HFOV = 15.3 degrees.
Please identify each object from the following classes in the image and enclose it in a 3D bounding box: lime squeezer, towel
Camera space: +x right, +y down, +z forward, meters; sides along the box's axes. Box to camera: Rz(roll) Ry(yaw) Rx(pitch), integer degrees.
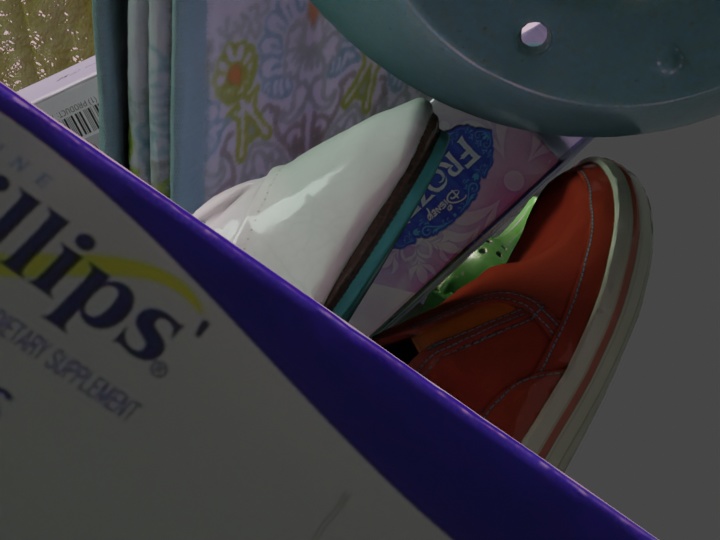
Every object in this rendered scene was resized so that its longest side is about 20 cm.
[{"bbox_3d":[0.027,0.029,0.995,0.201,0.038,0.071,-60,4,-31],"label":"lime squeezer"},{"bbox_3d":[-0.022,-0.101,0.952,0.171,0.048,0.201,-26,-51,-43],"label":"towel"}]

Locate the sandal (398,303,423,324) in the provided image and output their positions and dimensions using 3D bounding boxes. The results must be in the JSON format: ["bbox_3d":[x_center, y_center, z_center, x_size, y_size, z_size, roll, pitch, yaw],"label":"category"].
[{"bbox_3d":[-0.029,0.089,1.159,0.079,0.058,0.201,12,44,46],"label":"sandal"}]

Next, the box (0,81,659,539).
[{"bbox_3d":[-0.051,0.056,0.474,0.105,0.183,0.200,-56,2,-12],"label":"box"}]

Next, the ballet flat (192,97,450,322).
[{"bbox_3d":[-0.047,0.033,0.697,0.201,0.069,0.069,-62,0,22],"label":"ballet flat"}]

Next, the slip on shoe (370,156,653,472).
[{"bbox_3d":[0.027,0.031,0.705,0.200,0.061,0.074,-58,0,-43],"label":"slip on shoe"}]

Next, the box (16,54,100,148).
[{"bbox_3d":[-0.098,0.024,1.055,0.155,0.201,0.041,-22,16,21],"label":"box"}]

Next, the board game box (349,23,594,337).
[{"bbox_3d":[0.000,0.000,0.873,0.199,0.041,0.200,-43,-2,19],"label":"board game box"}]

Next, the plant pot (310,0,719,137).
[{"bbox_3d":[0.056,-0.123,0.657,0.201,0.200,0.161,-56,14,19],"label":"plant pot"}]

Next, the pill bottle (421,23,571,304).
[{"bbox_3d":[0.034,-0.065,1.172,0.114,0.113,0.200,-58,2,-28],"label":"pill bottle"}]
